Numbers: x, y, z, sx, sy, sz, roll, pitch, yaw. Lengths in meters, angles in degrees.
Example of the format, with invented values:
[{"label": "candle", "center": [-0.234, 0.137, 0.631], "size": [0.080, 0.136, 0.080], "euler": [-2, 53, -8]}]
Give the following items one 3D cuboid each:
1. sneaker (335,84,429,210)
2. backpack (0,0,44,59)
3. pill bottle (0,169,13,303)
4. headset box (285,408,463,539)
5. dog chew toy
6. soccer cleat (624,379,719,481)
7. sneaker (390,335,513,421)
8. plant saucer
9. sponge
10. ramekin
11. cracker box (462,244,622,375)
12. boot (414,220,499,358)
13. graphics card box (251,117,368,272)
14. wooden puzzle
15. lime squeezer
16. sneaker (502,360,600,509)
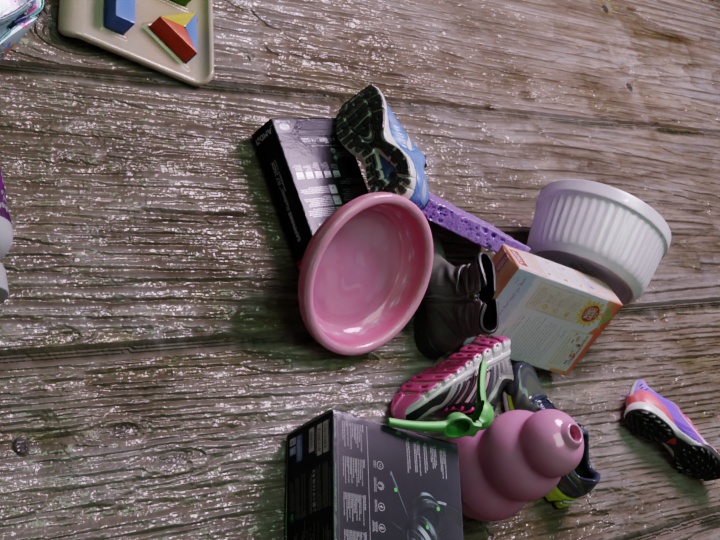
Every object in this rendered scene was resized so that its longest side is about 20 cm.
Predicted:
[{"label": "sneaker", "center": [0.032, -0.150, 1.487], "size": [0.089, 0.078, 0.201], "euler": [34, 28, -51]}, {"label": "backpack", "center": [-0.431, -0.270, 1.171], "size": [0.176, 0.153, 0.200], "euler": [48, 51, -16]}, {"label": "pill bottle", "center": [-0.393, -0.063, 1.113], "size": [0.112, 0.112, 0.202], "euler": [-1, 69, -41]}, {"label": "headset box", "center": [0.023, 0.269, 1.303], "size": [0.199, 0.093, 0.176], "euler": [19, 55, -33]}, {"label": "dog chew toy", "center": [0.184, 0.222, 1.392], "size": [0.124, 0.200, 0.126], "euler": [20, 54, -31]}, {"label": "soccer cleat", "center": [0.470, 0.237, 1.730], "size": [0.199, 0.068, 0.074], "euler": [36, 44, -17]}, {"label": "sneaker", "center": [0.125, 0.156, 1.466], "size": [0.199, 0.073, 0.088], "euler": [-27, 103, -36]}, {"label": "plant saucer", "center": [0.000, 0.000, 1.401], "size": [0.199, 0.051, 0.202], "euler": [-20, 122, -36]}, {"label": "sponge", "center": [0.124, -0.071, 1.576], "size": [0.199, 0.030, 0.112], "euler": [25, 8, -29]}, {"label": "ramekin", "center": [0.331, -0.032, 1.666], "size": [0.199, 0.200, 0.106], "euler": [33, 70, -23]}, {"label": "cracker box", "center": [0.236, 0.056, 1.571], "size": [0.199, 0.134, 0.058], "euler": [18, 29, -34]}, {"label": "boot", "center": [0.124, 0.005, 1.509], "size": [0.067, 0.130, 0.202], "euler": [11, 60, -37]}, {"label": "graphics card box", "center": [-0.049, -0.094, 1.472], "size": [0.125, 0.051, 0.202], "euler": [-8, 74, -43]}, {"label": "wooden puzzle", "center": [-0.263, -0.336, 1.422], "size": [0.199, 0.046, 0.187], "euler": [15, 58, -35]}, {"label": "lime squeezer", "center": [0.114, 0.161, 1.355], "size": [0.199, 0.038, 0.071], "euler": [-24, 78, -47]}, {"label": "sneaker", "center": [0.257, 0.209, 1.548], "size": [0.074, 0.081, 0.201], "euler": [-18, 80, -45]}]
